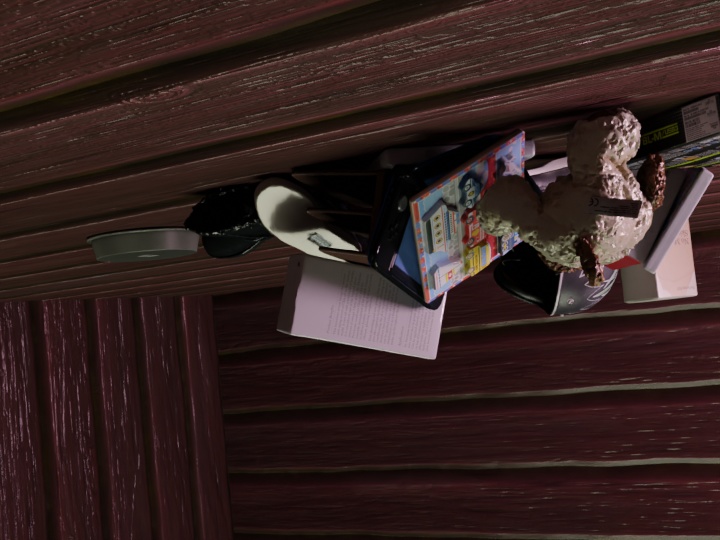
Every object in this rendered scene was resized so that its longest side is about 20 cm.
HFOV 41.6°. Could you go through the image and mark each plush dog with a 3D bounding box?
[{"bbox_3d":[0.251,-0.055,1.011,0.200,0.161,0.171,-37,156,28],"label":"plush dog"}]

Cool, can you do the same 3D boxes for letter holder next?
[{"bbox_3d":[0.006,-0.056,1.186,0.141,0.102,0.200,5,174,28],"label":"letter holder"}]

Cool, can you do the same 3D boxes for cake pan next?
[{"bbox_3d":[-0.371,-0.043,1.644,0.198,0.037,0.200,-6,176,0],"label":"cake pan"}]

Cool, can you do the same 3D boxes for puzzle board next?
[{"bbox_3d":[0.128,-0.054,1.078,0.150,0.017,0.201,-34,147,-14],"label":"puzzle board"}]

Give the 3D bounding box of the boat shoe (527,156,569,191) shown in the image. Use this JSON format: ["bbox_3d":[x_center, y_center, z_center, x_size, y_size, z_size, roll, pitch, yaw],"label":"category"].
[{"bbox_3d":[0.203,-0.097,1.225,0.198,0.061,0.074,-17,180,-17],"label":"boat shoe"}]

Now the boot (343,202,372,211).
[{"bbox_3d":[-0.036,-0.078,1.377,0.143,0.073,0.200,-2,179,-29],"label":"boot"}]

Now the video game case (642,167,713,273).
[{"bbox_3d":[0.416,-0.080,1.274,0.018,0.144,0.200,29,-164,5],"label":"video game case"}]

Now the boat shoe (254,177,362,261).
[{"bbox_3d":[-0.075,-0.081,1.250,0.074,0.093,0.200,-30,137,16],"label":"boat shoe"}]

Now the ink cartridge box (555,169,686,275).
[{"bbox_3d":[0.351,-0.060,1.307,0.083,0.177,0.200,26,180,5],"label":"ink cartridge box"}]

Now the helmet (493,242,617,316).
[{"bbox_3d":[0.319,-0.029,1.507,0.190,0.201,0.200,27,-169,24],"label":"helmet"}]

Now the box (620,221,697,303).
[{"bbox_3d":[0.466,-0.053,1.508,0.094,0.202,0.078,-4,175,-29],"label":"box"}]

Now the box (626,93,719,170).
[{"bbox_3d":[0.407,-0.153,1.063,0.192,0.048,0.200,-7,177,-22],"label":"box"}]

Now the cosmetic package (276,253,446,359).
[{"bbox_3d":[0.003,0.047,1.208,0.198,0.102,0.071,12,176,-19],"label":"cosmetic package"}]

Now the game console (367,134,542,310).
[{"bbox_3d":[0.117,-0.049,1.104,0.118,0.172,0.200,12,168,31],"label":"game console"}]

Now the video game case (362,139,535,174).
[{"bbox_3d":[0.096,-0.126,1.172,0.180,0.023,0.200,-5,177,-12],"label":"video game case"}]

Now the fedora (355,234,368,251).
[{"bbox_3d":[0.000,0.000,1.371,0.199,0.092,0.201,8,172,1],"label":"fedora"}]

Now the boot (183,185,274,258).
[{"bbox_3d":[-0.180,-0.065,1.305,0.197,0.074,0.162,-16,175,28],"label":"boot"}]
